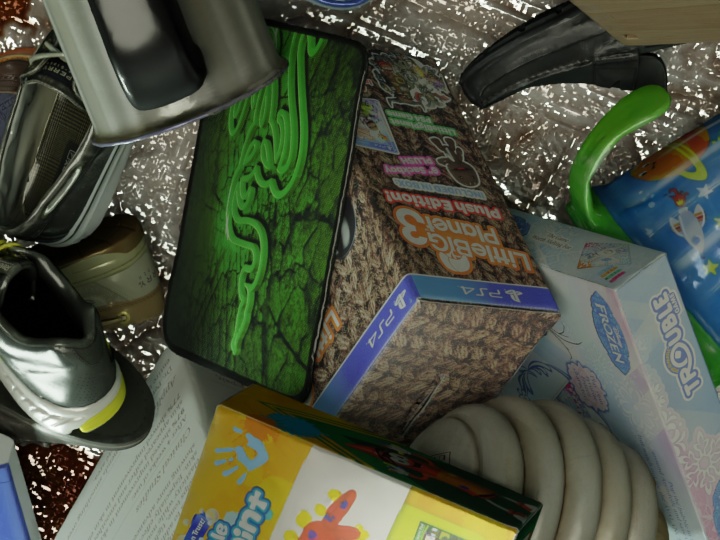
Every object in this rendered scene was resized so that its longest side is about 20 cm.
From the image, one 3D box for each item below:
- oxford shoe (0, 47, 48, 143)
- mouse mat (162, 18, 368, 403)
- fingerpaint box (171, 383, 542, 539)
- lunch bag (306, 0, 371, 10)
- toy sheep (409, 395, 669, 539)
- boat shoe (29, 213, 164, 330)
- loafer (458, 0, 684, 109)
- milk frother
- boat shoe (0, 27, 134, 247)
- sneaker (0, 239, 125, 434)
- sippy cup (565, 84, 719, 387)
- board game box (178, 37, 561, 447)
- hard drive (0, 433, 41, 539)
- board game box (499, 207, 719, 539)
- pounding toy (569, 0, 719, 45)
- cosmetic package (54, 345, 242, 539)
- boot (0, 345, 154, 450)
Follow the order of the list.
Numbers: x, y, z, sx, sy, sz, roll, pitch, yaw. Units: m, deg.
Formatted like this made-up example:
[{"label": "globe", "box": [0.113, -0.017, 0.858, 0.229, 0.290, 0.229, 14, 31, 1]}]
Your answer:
[{"label": "oxford shoe", "box": [-0.264, -0.064, 1.746, 0.200, 0.073, 0.071, -35, 99, 17]}, {"label": "mouse mat", "box": [-0.055, -0.037, 1.631, 0.008, 0.161, 0.201, 7, 97, -34]}, {"label": "fingerpaint box", "box": [-0.021, 0.183, 1.498, 0.166, 0.073, 0.201, 21, 102, 11]}, {"label": "lunch bag", "box": [-0.042, -0.250, 1.648, 0.200, 0.082, 0.161, 33, 103, -4]}, {"label": "toy sheep", "box": [0.081, 0.130, 1.571, 0.199, 0.138, 0.138, 13, 112, -30]}, {"label": "boat shoe", "box": [-0.210, 0.030, 1.767, 0.199, 0.074, 0.067, -18, 112, 21]}, {"label": "loafer", "box": [0.153, -0.130, 1.666, 0.200, 0.068, 0.071, -22, 94, 11]}, {"label": "milk frother", "box": [-0.170, -0.153, 1.565, 0.199, 0.181, 0.189, -16, 104, 21]}, {"label": "boat shoe", "box": [-0.155, -0.104, 1.668, 0.072, 0.071, 0.201, 22, 103, 23]}, {"label": "sneaker", "box": [-0.209, 0.005, 1.665, 0.200, 0.074, 0.085, 34, 148, 17]}, {"label": "sippy cup", "box": [0.207, -0.025, 1.666, 0.130, 0.178, 0.140, -39, 64, 6]}, {"label": "board game box", "box": [0.000, 0.000, 1.637, 0.097, 0.200, 0.160, 6, 133, -34]}, {"label": "hard drive", "box": [-0.261, 0.140, 1.764, 0.131, 0.025, 0.200, 9, 153, 6]}, {"label": "board game box", "box": [0.128, 0.065, 1.657, 0.043, 0.199, 0.201, -33, 117, -22]}, {"label": "pounding toy", "box": [0.223, -0.227, 1.579, 0.183, 0.142, 0.201, 0, 75, 28]}, {"label": "cosmetic package", "box": [-0.061, 0.174, 1.701, 0.166, 0.200, 0.168, 24, 111, -23]}, {"label": "boot", "box": [-0.215, 0.098, 1.760, 0.199, 0.069, 0.174, 16, 146, 9]}]
